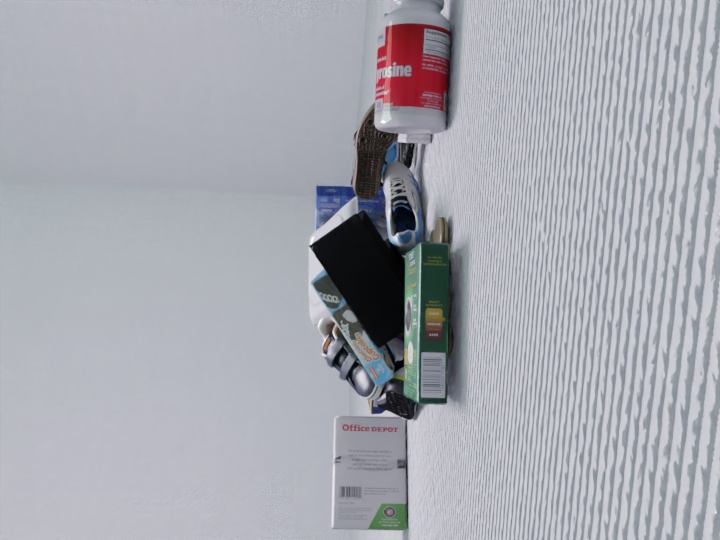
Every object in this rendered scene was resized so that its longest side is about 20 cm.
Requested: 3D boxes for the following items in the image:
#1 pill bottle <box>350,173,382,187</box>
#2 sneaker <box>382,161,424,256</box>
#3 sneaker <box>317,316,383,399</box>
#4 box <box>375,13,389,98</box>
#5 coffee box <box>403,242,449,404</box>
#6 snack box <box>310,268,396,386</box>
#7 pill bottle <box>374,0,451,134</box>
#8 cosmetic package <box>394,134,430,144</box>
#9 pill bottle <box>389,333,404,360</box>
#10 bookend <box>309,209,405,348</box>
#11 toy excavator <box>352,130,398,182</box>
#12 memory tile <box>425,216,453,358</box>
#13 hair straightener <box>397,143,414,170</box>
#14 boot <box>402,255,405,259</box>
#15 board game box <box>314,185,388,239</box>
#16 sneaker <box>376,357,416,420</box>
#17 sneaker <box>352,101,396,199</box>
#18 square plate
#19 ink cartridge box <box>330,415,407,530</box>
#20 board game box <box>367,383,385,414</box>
[{"bbox_3d":[0.030,-0.216,1.613,0.200,0.108,0.115,-130,43,-85],"label":"pill bottle"},{"bbox_3d":[0.075,-0.123,1.148,0.073,0.070,0.204,72,-171,-57],"label":"sneaker"},{"bbox_3d":[-0.026,0.161,1.199,0.080,0.078,0.201,-60,35,20],"label":"sneaker"},{"bbox_3d":[0.076,-0.387,1.248,0.050,0.080,0.203,-93,6,-47],"label":"box"},{"bbox_3d":[0.087,0.071,0.860,0.123,0.043,0.206,124,147,-82],"label":"coffee box"},{"bbox_3d":[-0.008,0.085,1.076,0.203,0.037,0.116,58,-170,-5],"label":"snack box"},{"bbox_3d":[0.078,-0.311,0.952,0.112,0.109,0.206,-127,40,-84],"label":"pill bottle"},{"bbox_3d":[0.080,-0.275,1.169,0.200,0.049,0.085,-134,48,-72],"label":"cosmetic package"},{"bbox_3d":[0.038,0.091,1.316,0.113,0.109,0.205,99,173,-59],"label":"pill bottle"},{"bbox_3d":[0.014,-0.011,1.080,0.202,0.091,0.199,56,-168,-15],"label":"bookend"},{"bbox_3d":[0.055,-0.226,1.413,0.194,0.200,0.100,-42,11,7],"label":"toy excavator"},{"bbox_3d":[0.113,0.037,0.940,0.154,0.016,0.206,104,167,-72],"label":"memory tile"},{"bbox_3d":[0.095,-0.204,1.274,0.077,0.040,0.206,-146,62,-71],"label":"hair straightener"},{"bbox_3d":[0.000,0.000,1.278,0.074,0.155,0.200,42,-179,-39],"label":"boot"},{"bbox_3d":[-0.004,-0.087,1.405,0.044,0.194,0.203,-97,9,-50],"label":"board game box"},{"bbox_3d":[0.079,0.202,1.125,0.201,0.070,0.084,106,-173,-66],"label":"sneaker"},{"bbox_3d":[0.019,-0.231,1.170,0.077,0.068,0.203,-91,14,-49],"label":"sneaker"},{"bbox_3d":[-0.059,-0.017,1.262,0.197,0.028,0.206,-34,53,55],"label":"square plate"},{"bbox_3d":[0.016,0.393,1.244,0.085,0.142,0.206,99,173,-69],"label":"ink cartridge box"},{"bbox_3d":[0.048,0.203,1.478,0.200,0.060,0.206,-121,33,-85],"label":"board game box"}]
